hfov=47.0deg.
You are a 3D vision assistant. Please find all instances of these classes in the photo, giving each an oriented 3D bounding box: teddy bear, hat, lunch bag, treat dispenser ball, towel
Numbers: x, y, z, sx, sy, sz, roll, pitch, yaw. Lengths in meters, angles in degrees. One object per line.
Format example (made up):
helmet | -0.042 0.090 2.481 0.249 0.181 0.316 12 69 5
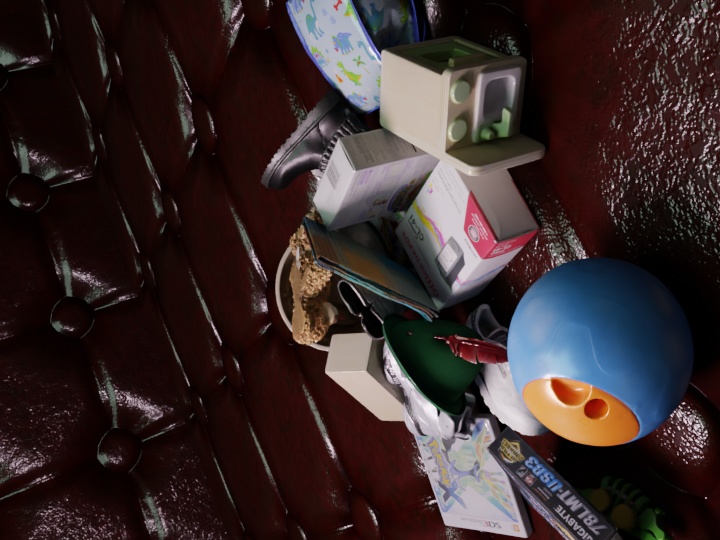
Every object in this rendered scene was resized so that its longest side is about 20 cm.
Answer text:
teddy bear | -0.068 0.009 1.249 0.146 0.065 0.203 118 150 -47
hat | 0.152 0.086 1.139 0.176 0.165 0.202 -43 70 21
lunch bag | 0.006 -0.338 1.203 0.169 0.126 0.204 -5 111 61
treat dispenser ball | 0.260 0.088 0.909 0.200 0.197 0.205 37 137 46
towel | 0.011 -0.003 1.166 0.022 0.197 0.147 -58 23 15

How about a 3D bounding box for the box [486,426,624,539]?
box | 0.272 0.318 1.079 0.200 0.050 0.199 42 172 45

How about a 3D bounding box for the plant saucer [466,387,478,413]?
plant saucer | 0.130 0.238 1.404 0.200 0.035 0.205 38 137 47

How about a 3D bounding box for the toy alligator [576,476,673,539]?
toy alligator | 0.351 0.306 1.029 0.199 0.059 0.055 27 87 55

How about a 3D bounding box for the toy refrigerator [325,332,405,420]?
toy refrigerator | 0.027 0.169 1.313 0.074 0.071 0.200 -5 148 29

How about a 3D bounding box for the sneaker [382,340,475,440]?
sneaker | 0.108 0.176 1.254 0.113 0.075 0.204 8 128 42

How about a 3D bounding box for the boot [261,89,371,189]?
boot | -0.051 -0.158 1.299 0.158 0.080 0.211 44 126 -5

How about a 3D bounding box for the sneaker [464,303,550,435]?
sneaker | 0.209 0.142 1.174 0.201 0.075 0.081 53 138 30

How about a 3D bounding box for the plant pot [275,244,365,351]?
plant pot | -0.035 0.031 1.409 0.183 0.196 0.205 48 -159 -86

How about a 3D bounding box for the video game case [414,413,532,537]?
video game case | 0.174 0.326 1.333 0.180 0.022 0.204 -10 102 49

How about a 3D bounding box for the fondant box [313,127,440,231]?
fondant box | 0.044 -0.139 1.171 0.059 0.196 0.145 63 151 21

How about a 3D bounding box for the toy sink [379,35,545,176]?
toy sink | 0.130 -0.217 1.046 0.200 0.128 0.114 40 138 46

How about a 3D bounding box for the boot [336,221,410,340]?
boot | 0.000 0.000 1.245 0.067 0.130 0.201 -39 86 29

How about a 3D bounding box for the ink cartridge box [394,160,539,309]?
ink cartridge box | 0.143 -0.059 1.160 0.150 0.084 0.201 62 149 19

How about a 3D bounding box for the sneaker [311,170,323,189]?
sneaker | -0.074 -0.168 1.397 0.076 0.112 0.206 -149 68 -76

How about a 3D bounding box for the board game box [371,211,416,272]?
board game box | 0.051 -0.092 1.358 0.204 0.034 0.126 67 152 10
